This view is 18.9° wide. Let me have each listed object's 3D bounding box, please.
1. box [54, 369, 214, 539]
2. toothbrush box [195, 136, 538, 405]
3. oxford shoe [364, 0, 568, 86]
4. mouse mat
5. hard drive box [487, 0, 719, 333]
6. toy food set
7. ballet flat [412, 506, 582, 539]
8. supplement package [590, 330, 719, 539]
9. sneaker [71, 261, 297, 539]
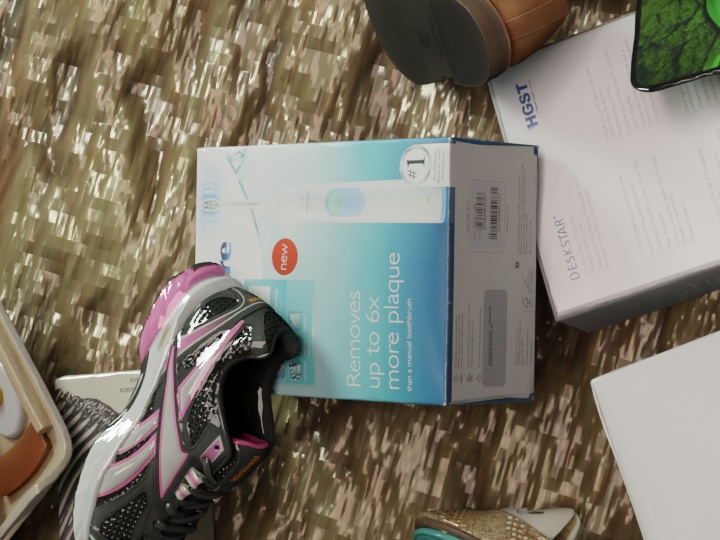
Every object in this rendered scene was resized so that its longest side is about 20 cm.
[{"bbox_3d":[-0.137,0.164,1.322,0.081,0.068,0.202,-7,81,18],"label":"box"},{"bbox_3d":[0.000,0.000,1.246,0.199,0.085,0.148,2,90,43],"label":"toothbrush box"},{"bbox_3d":[0.058,-0.150,1.260,0.071,0.200,0.072,-26,113,-17],"label":"oxford shoe"},{"bbox_3d":[0.227,-0.177,1.191,0.160,0.008,0.201,-16,37,22],"label":"mouse mat"},{"bbox_3d":[0.189,-0.071,1.228,0.198,0.077,0.157,-18,77,17],"label":"hard drive box"},{"bbox_3d":[-0.262,0.081,1.345,0.201,0.060,0.144,60,139,16],"label":"toy food set"},{"bbox_3d":[0.125,0.177,1.237,0.199,0.071,0.065,29,67,18],"label":"ballet flat"},{"bbox_3d":[0.244,0.083,1.165,0.199,0.121,0.121,-22,77,15],"label":"supplement package"},{"bbox_3d":[-0.096,0.102,1.219,0.086,0.080,0.202,26,105,34],"label":"sneaker"}]
